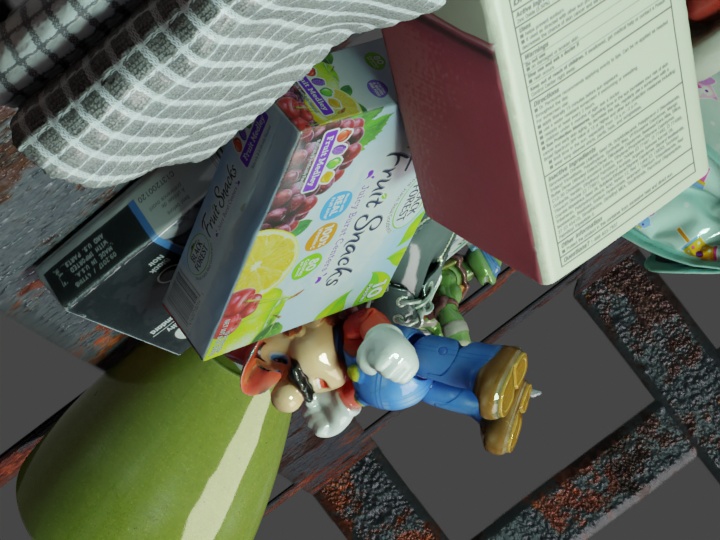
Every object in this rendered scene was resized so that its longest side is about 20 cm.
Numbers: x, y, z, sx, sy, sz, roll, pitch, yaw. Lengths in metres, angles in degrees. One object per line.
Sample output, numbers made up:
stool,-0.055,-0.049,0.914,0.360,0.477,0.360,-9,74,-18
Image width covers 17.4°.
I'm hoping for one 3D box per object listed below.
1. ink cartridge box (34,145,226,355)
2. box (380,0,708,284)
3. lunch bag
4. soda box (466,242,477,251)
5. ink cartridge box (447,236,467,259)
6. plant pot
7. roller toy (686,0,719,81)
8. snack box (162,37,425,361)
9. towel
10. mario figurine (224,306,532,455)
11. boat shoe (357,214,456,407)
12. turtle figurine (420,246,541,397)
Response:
ink cartridge box,-0.070,-0.029,1.442,0.198,0.043,0.200,-40,157,12
box,0.094,-0.116,1.250,0.128,0.109,0.200,-34,131,-23
lunch bag,0.226,-0.080,1.583,0.170,0.200,0.122,-31,151,-54
soda box,0.098,-0.069,1.771,0.064,0.068,0.200,-35,-177,11
ink cartridge box,0.000,0.000,1.595,0.161,0.050,0.200,-40,174,16
plant pot,-0.132,0.122,1.761,0.187,0.187,0.200,-24,151,-56
roller toy,0.237,-0.221,1.481,0.182,0.140,0.200,-37,-178,-2
snack box,-0.021,-0.045,1.357,0.142,0.053,0.200,-21,151,-36
towel,-0.061,-0.113,1.058,0.166,0.086,0.200,-40,171,19
mario figurine,0.000,0.073,1.481,0.106,0.200,0.124,-43,143,-57
boat shoe,0.030,0.017,1.556,0.073,0.062,0.200,-14,150,-32
turtle figurine,0.054,0.069,2.145,0.194,0.144,0.200,-20,127,0
